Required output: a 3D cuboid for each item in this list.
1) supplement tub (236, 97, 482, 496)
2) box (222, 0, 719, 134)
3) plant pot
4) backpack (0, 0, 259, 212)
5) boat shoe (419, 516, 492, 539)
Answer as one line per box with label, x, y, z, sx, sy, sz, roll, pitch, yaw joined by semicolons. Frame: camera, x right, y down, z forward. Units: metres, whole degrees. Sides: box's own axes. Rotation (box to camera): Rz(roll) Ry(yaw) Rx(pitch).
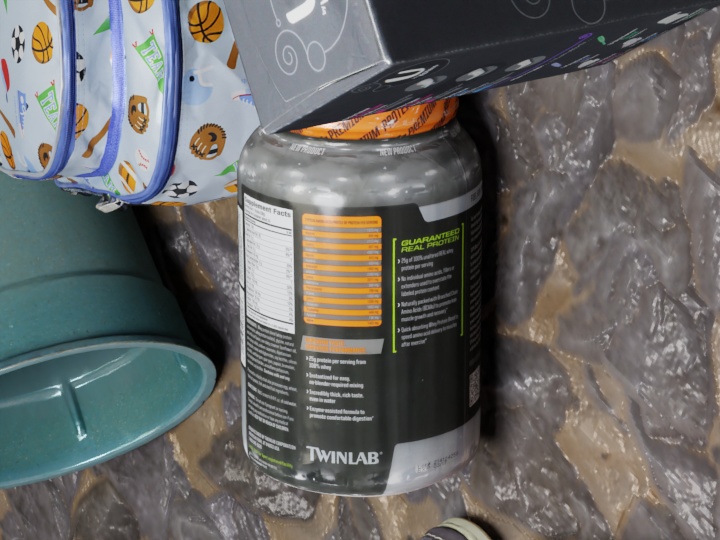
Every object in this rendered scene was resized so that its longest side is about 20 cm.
supplement tub;0.000;0.000;1.429;0.122;0.122;0.201;22;118;49
box;0.046;-0.144;1.249;0.106;0.199;0.123;-25;82;55
plant pot;-0.206;-0.001;1.667;0.200;0.200;0.197;-45;58;51
backpack;-0.112;-0.119;1.508;0.190;0.154;0.201;9;108;57
boat shoe;0.042;0.229;1.497;0.072;0.065;0.201;24;120;50
